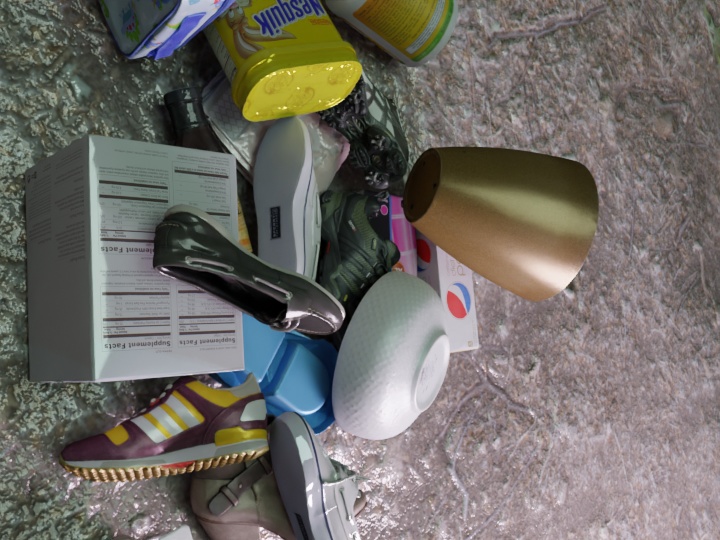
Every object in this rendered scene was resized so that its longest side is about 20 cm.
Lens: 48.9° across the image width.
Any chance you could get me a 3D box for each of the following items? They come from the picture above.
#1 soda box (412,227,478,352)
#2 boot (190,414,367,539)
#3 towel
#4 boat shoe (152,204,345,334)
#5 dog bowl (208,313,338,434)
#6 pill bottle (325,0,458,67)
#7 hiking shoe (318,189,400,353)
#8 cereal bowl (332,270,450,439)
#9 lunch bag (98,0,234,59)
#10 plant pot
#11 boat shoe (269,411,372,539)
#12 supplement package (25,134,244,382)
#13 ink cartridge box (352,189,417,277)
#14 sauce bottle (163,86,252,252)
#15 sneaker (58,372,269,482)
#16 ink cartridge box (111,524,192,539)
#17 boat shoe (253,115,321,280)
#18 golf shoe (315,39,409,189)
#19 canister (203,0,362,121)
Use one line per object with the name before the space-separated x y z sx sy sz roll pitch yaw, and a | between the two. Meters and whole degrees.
soda box | 0.108 0.010 1.071 0.067 0.063 0.204 -2 85 -40
boot | -0.086 0.226 0.857 0.198 0.070 0.149 -17 107 -31
towel | -0.086 -0.188 0.956 0.191 0.032 0.201 47 58 -26
boat shoe | -0.098 0.019 0.695 0.199 0.066 0.058 35 51 -30
dog bowl | -0.101 0.104 0.888 0.200 0.049 0.112 42 59 -27
pill bottle | 0.023 -0.360 1.021 0.198 0.110 0.113 26 67 -35
hiking shoe | 0.000 0.000 0.946 0.099 0.076 0.204 -3 82 1
cereal bowl | 0.051 0.108 0.937 0.200 0.082 0.203 -44 144 -45
lunch bag | -0.198 -0.302 0.767 0.082 0.199 0.163 -22 96 -32
plant pot | 0.158 -0.077 0.990 0.197 0.186 0.190 16 73 -22
boat shoe | -0.029 0.229 0.820 0.085 0.074 0.205 -23 104 -33
supplement package | -0.212 -0.002 0.741 0.149 0.151 0.204 1 83 -42
ink cartridge box | 0.030 0.002 1.026 0.094 0.037 0.204 5 82 -40
sauce bottle | -0.167 -0.093 0.851 0.065 0.066 0.203 -19 98 -40
sneaker | -0.190 0.150 0.773 0.197 0.075 0.092 -3 69 -17
ink cartridge box | -0.239 0.327 0.725 0.198 0.067 0.118 -22 98 -40
boat shoe | -0.079 -0.070 0.897 0.065 0.073 0.204 16 77 -61
golf shoe | -0.003 -0.201 0.975 0.202 0.077 0.095 63 27 -13
canister | -0.106 -0.276 0.872 0.147 0.087 0.202 -18 71 -35
